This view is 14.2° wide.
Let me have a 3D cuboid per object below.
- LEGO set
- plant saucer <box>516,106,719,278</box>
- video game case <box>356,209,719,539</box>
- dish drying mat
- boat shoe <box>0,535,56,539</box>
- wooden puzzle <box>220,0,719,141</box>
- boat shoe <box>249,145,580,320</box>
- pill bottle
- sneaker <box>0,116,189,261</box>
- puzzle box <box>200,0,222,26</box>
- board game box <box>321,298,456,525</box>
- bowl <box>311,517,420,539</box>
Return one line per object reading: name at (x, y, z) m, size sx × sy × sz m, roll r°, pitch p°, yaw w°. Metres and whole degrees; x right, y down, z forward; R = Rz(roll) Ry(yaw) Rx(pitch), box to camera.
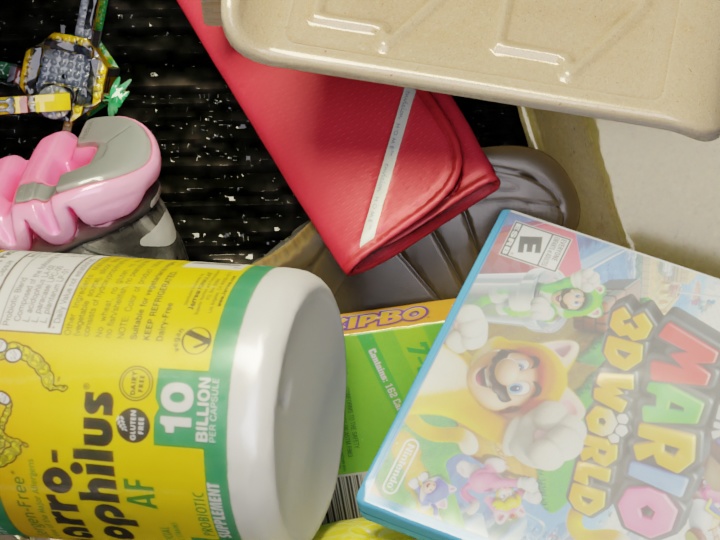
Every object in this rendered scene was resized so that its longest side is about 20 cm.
LEGO set at (-0.181, -0.137, 1.198) m, size 0.199 × 0.116 × 0.154 m, roll 21°, pitch 95°, yaw 2°
plant saucer at (0.184, -0.023, 1.231) m, size 0.199 × 0.048 × 0.201 m, roll -16°, pitch 93°, yaw 4°
video game case at (0.117, 0.065, 1.112) m, size 0.199 × 0.018 × 0.143 m, roll 19°, pitch 64°, yaw 19°
dish drying mat at (-0.021, -0.093, 1.202) m, size 0.077 × 0.018 × 0.200 m, roll -34°, pitch 64°, yaw 5°
boat shoe at (-0.152, 0.099, 1.232) m, size 0.200 × 0.074 × 0.067 m, roll 28°, pitch 91°, yaw 10°
wooden puzzle at (0.058, -0.140, 1.156) m, size 0.199 × 0.046 × 0.186 m, roll 12°, pitch 61°, yaw 2°
boat shoe at (0.000, 0.000, 1.222) m, size 0.199 × 0.065 × 0.073 m, roll -24°, pitch 98°, yaw 11°
pill bottle at (-0.114, 0.050, 1.135) m, size 0.199 × 0.113 × 0.113 m, roll 4°, pitch 94°, yaw 15°
sneaker at (-0.160, 0.005, 1.225) m, size 0.199 × 0.079 × 0.096 m, roll -12°, pitch 125°, yaw 24°
puzzle box at (0.035, -0.160, 1.205) m, size 0.199 × 0.025 × 0.133 m, roll 2°, pitch 61°, yaw 2°
board game box at (0.058, 0.056, 1.191) m, size 0.199 × 0.030 × 0.096 m, roll -7°, pitch 116°, yaw 7°
bowl at (-0.034, 0.166, 1.164) m, size 0.108 × 0.200 × 0.200 m, roll 39°, pitch 94°, yaw 5°
